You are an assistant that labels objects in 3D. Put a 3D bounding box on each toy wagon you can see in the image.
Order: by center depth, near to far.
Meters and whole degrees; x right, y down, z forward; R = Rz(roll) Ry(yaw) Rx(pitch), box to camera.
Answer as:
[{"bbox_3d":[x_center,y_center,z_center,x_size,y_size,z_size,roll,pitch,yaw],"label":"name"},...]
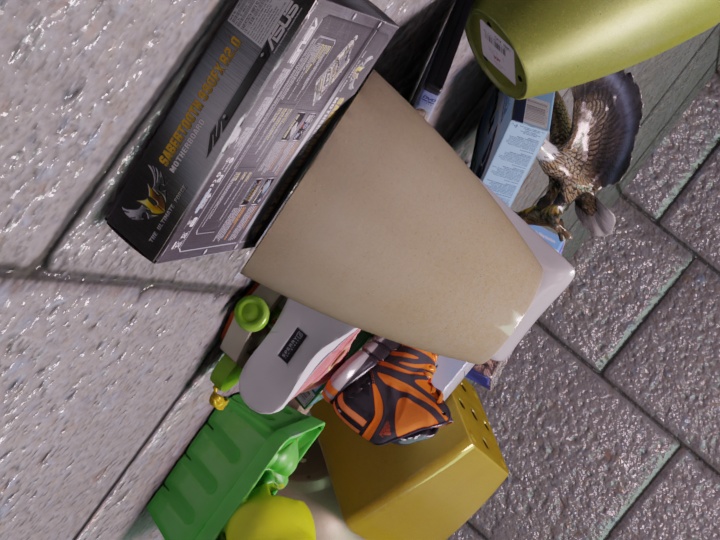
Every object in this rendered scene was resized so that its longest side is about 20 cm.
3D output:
[{"bbox_3d":[-0.087,0.046,1.151,0.201,0.039,0.155,-49,166,-7],"label":"toy wagon"}]

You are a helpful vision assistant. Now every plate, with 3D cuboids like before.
[{"bbox_3d":[0.114,-0.007,1.294,0.032,0.199,0.201,-40,168,-36],"label":"plate"}]

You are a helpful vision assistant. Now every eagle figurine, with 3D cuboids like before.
[{"bbox_3d":[0.238,-0.143,1.361,0.151,0.150,0.203,34,76,-73],"label":"eagle figurine"}]

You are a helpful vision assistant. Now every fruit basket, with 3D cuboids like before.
[{"bbox_3d":[-0.108,0.259,1.295,0.217,0.215,0.155,-53,166,12],"label":"fruit basket"}]

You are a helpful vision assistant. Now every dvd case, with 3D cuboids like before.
[{"bbox_3d":[0.048,-0.133,1.058,0.201,0.017,0.144,115,-3,-47],"label":"dvd case"}]

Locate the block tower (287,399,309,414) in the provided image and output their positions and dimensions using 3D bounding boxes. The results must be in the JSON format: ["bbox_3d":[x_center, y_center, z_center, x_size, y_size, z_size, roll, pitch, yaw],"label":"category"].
[{"bbox_3d":[-0.057,0.104,1.370,0.201,0.054,0.058,-55,165,19],"label":"block tower"}]

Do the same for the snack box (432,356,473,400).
[{"bbox_3d":[0.064,0.066,1.420,0.201,0.168,0.068,-50,165,-8],"label":"snack box"}]

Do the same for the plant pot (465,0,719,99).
[{"bbox_3d":[0.197,-0.249,1.075,0.199,0.188,0.188,-34,163,-11],"label":"plant pot"}]

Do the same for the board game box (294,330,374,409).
[{"bbox_3d":[0.020,0.059,1.264,0.134,0.029,0.200,-26,161,-51],"label":"board game box"}]

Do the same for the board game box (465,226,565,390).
[{"bbox_3d":[0.145,0.022,1.520,0.202,0.158,0.097,-61,168,-10],"label":"board game box"}]

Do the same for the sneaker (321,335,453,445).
[{"bbox_3d":[0.063,0.097,1.172,0.200,0.112,0.078,-42,170,-22],"label":"sneaker"}]

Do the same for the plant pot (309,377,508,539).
[{"bbox_3d":[0.070,0.221,1.503,0.175,0.202,0.200,-30,144,12],"label":"plant pot"}]

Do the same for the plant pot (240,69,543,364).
[{"bbox_3d":[0.038,-0.021,0.933,0.189,0.199,0.187,-56,-175,7],"label":"plant pot"}]

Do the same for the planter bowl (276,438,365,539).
[{"bbox_3d":[-0.072,0.290,1.571,0.200,0.198,0.137,-38,136,-43],"label":"planter bowl"}]

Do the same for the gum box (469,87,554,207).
[{"bbox_3d":[0.161,-0.151,1.286,0.201,0.044,0.172,111,-6,-53],"label":"gum box"}]

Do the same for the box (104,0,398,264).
[{"bbox_3d":[-0.068,-0.103,0.800,0.201,0.048,0.158,-55,168,16],"label":"box"}]

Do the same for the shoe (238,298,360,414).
[{"bbox_3d":[-0.032,0.047,1.112,0.201,0.071,0.091,-51,169,21],"label":"shoe"}]
